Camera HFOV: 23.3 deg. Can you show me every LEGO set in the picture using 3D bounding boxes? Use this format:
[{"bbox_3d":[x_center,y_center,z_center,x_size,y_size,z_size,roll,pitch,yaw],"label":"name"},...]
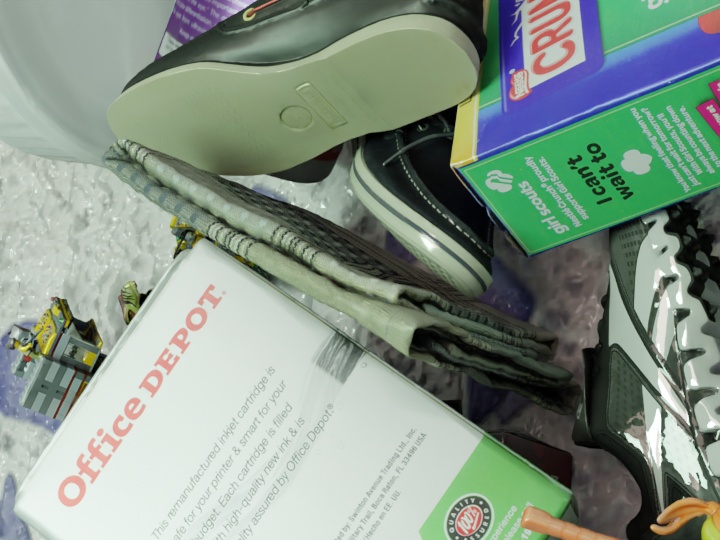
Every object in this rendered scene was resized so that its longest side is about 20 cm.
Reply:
[{"bbox_3d":[-0.115,0.037,0.903,0.155,0.115,0.200,-60,22,15],"label":"LEGO set"}]

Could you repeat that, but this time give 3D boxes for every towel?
[{"bbox_3d":[0.000,0.000,0.820,0.199,0.192,0.035,31,93,31],"label":"towel"}]

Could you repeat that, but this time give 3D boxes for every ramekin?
[{"bbox_3d":[-0.153,-0.152,0.984,0.094,0.201,0.205,-5,73,47],"label":"ramekin"}]

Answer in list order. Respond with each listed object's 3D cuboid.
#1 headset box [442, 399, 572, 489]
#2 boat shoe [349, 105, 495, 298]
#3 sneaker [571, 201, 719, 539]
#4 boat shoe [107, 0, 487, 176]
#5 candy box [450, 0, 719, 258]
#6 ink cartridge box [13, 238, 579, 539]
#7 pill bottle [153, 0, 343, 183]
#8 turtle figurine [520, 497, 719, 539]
[{"bbox_3d":[0.020,0.161,0.840,0.147,0.075,0.202,-6,74,33],"label":"headset box"},{"bbox_3d":[0.037,-0.050,0.847,0.062,0.075,0.200,-44,19,14],"label":"boat shoe"},{"bbox_3d":[0.131,0.042,0.801,0.090,0.066,0.202,-24,66,22],"label":"sneaker"},{"bbox_3d":[-0.031,-0.097,0.828,0.200,0.074,0.064,-14,47,29],"label":"boat shoe"},{"bbox_3d":[0.146,-0.115,0.794,0.199,0.077,0.170,-23,39,28],"label":"candy box"},{"bbox_3d":[-0.026,0.104,0.756,0.199,0.084,0.147,35,85,16],"label":"ink cartridge box"},{"bbox_3d":[-0.031,-0.157,0.907,0.111,0.111,0.202,32,107,36],"label":"pill bottle"},{"bbox_3d":[0.124,0.153,0.729,0.162,0.198,0.065,-64,30,25],"label":"turtle figurine"}]
